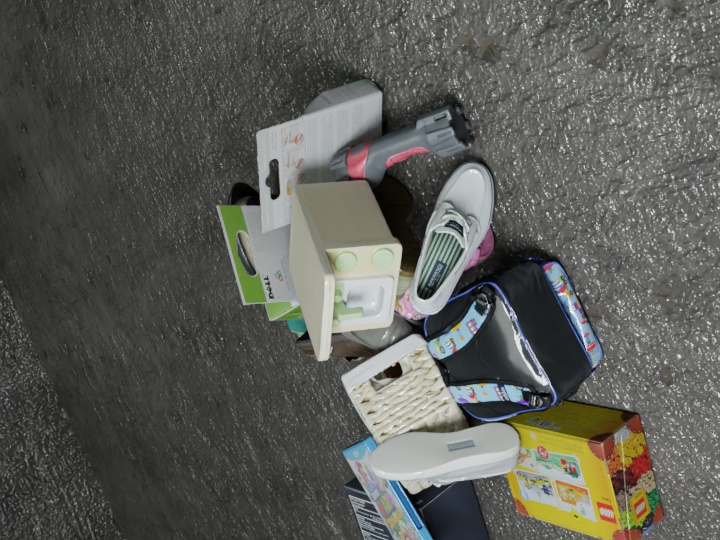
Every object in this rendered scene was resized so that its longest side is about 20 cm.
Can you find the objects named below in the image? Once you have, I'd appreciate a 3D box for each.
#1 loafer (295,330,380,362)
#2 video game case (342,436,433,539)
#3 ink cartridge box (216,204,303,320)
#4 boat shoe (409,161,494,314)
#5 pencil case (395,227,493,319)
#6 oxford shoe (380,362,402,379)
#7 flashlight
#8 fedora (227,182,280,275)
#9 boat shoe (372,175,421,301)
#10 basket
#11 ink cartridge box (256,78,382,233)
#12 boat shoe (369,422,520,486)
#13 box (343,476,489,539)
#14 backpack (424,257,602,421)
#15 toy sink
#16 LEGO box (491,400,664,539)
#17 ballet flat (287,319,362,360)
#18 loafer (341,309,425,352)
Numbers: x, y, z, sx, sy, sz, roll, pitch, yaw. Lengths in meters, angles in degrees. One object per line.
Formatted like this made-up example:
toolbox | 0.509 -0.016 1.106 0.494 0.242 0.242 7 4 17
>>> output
loafer | -0.032 0.112 1.622 0.072 0.073 0.199 55 152 -14
video game case | 0.045 0.345 1.588 0.202 0.018 0.143 59 161 6
ink cartridge box | -0.124 -0.011 1.486 0.075 0.198 0.150 -30 71 40
boat shoe | 0.117 -0.042 1.310 0.072 0.203 0.067 17 172 7
pencil case | 0.105 -0.008 1.438 0.087 0.082 0.200 52 146 10
oxford shoe | 0.075 0.186 1.656 0.075 0.069 0.203 -132 23 -71
flashlight | 0.053 -0.150 1.379 0.197 0.067 0.069 -16 85 35
fedora | -0.129 -0.064 1.671 0.090 0.201 0.204 -20 100 14
boat shoe | 0.037 -0.050 1.443 0.203 0.072 0.064 -106 30 -43
basket | 0.075 0.209 1.509 0.124 0.134 0.201 60 178 38
ink cartridge box | -0.060 -0.155 1.450 0.050 0.197 0.163 44 145 43
boat shoe | 0.111 0.249 1.394 0.072 0.196 0.069 -109 8 -52
box | 0.100 0.420 1.719 0.198 0.122 0.202 3 117 52
backpack | 0.181 0.093 1.354 0.185 0.133 0.199 61 147 1
toy sink | -0.017 -0.003 1.335 0.201 0.110 0.132 -112 22 -51
LEGO box | 0.279 0.255 1.389 0.198 0.077 0.151 5 117 53
ballet flat | -0.041 0.091 1.733 0.198 0.063 0.077 22 113 45
loafer | 0.044 0.084 1.510 0.069 0.198 0.071 29 100 42
